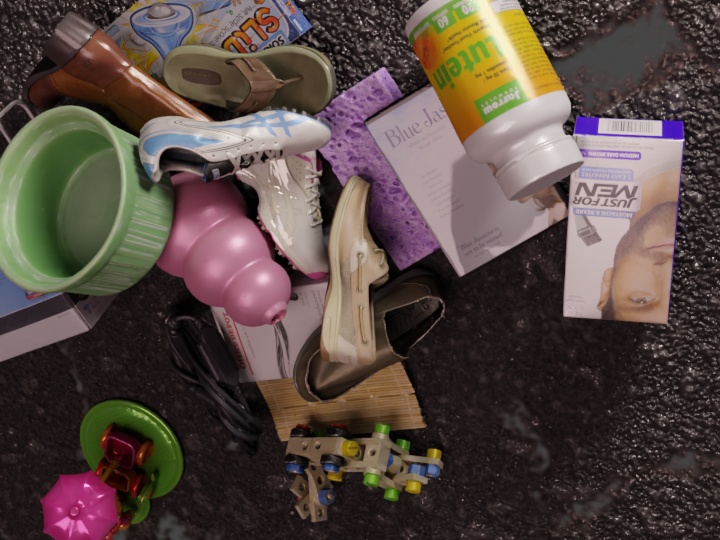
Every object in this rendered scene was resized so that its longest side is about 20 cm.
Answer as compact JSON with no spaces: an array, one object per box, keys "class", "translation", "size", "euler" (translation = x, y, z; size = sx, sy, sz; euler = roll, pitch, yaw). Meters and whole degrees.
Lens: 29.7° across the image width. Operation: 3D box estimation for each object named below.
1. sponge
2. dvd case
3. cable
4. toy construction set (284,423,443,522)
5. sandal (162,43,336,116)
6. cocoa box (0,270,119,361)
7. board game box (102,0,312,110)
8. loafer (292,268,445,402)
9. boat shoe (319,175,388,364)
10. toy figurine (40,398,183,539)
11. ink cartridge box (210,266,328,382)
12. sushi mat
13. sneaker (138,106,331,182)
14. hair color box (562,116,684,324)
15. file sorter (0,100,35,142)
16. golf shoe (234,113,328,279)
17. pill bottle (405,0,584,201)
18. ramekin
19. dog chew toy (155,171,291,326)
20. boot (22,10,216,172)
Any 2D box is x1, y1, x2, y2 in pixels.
[{"class":"sponge","translation":[0.035,-0.107,1.464],"size":[0.112,0.030,0.200],"euler":[-29,102,30]},{"class":"dvd case","translation":[0.114,-0.108,1.417],"size":[0.143,0.018,0.200],"euler":[-30,102,13]},{"class":"cable","translation":[-0.180,0.135,1.609],"size":[0.200,0.051,0.163],"euler":[61,157,-8]},{"class":"toy construction set","translation":[-0.014,0.233,1.616],"size":[0.200,0.092,0.131],"euler":[-24,142,36]},{"class":"sandal","translation":[-0.120,-0.193,1.424],"size":[0.201,0.057,0.080],"euler":[5,116,19]},{"class":"cocoa box","translation":[-0.402,0.012,1.622],"size":[0.200,0.133,0.131],"euler":[-19,114,28]},{"class":"board game box","translation":[-0.168,-0.259,1.463],"size":[0.200,0.034,0.135],"euler":[-32,101,30]},{"class":"loafer","translation":[0.012,0.073,1.481],"size":[0.200,0.070,0.075],"euler":[-41,114,-4]},{"class":"boat shoe","translation":[0.000,0.000,1.441],"size":[0.065,0.072,0.200],"euler":[5,83,9]},{"class":"toy figurine","translation":[-0.333,0.291,1.710],"size":[0.150,0.184,0.200],"euler":[23,121,9]},{"class":"ink cartridge box","translation":[-0.094,0.062,1.574],"size":[0.200,0.067,0.116],"euler":[-8,112,24]},{"class":"sushi mat","translation":[-0.024,0.156,1.625],"size":[0.200,0.012,0.096],"euler":[-9,112,25]},{"class":"sneaker","translation":[-0.129,-0.125,1.410],"size":[0.200,0.073,0.072],"euler":[-5,159,-5]},{"class":"hair color box","translation":[0.265,-0.050,1.375],"size":[0.109,0.065,0.200],"euler":[4,116,11]},{"class":"file sorter","translation":[-0.462,-0.099,1.584],"size":[0.200,0.139,0.125],"euler":[-15,117,26]},{"class":"golf shoe","translation":[-0.073,-0.087,1.483],"size":[0.092,0.075,0.200],"euler":[-28,95,19]},{"class":"pill bottle","translation":[0.134,-0.173,1.312],"size":[0.111,0.111,0.200],"euler":[-31,81,30]},{"class":"ramekin","translation":[-0.295,-0.067,1.456],"size":[0.200,0.098,0.200],"euler":[-7,76,31]},{"class":"dog chew toy","translation":[-0.152,-0.018,1.497],"size":[0.200,0.125,0.125],"euler":[46,124,21]},{"class":"boot","translation":[-0.267,-0.182,1.512],"size":[0.200,0.068,0.188],"euler":[37,144,-11]}]
